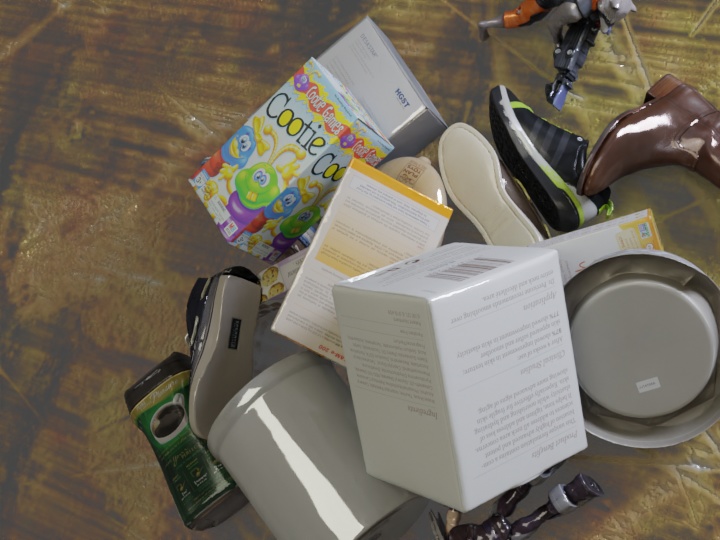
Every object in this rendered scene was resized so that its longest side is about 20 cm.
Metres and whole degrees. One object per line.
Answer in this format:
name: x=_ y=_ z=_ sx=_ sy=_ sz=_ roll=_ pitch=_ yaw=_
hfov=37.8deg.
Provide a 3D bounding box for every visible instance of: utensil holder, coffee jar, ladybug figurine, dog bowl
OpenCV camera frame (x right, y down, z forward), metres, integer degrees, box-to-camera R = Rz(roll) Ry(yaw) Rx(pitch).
utensil holder: x=-0.045 y=0.219 z=1.144 sx=0.170 sy=0.170 sz=0.201 roll=-44 pitch=68 yaw=9
coffee jar: x=-0.205 y=0.203 z=1.271 sx=0.104 sy=0.085 sz=0.201 roll=-36 pitch=65 yaw=7
ladybug figurine: x=0.037 y=-0.036 z=1.222 sx=0.135 sy=0.072 sz=0.202 roll=30 pitch=92 yaw=29
dog bowl: x=0.278 y=0.072 z=1.040 sx=0.196 sy=0.059 sz=0.204 roll=6 pitch=110 yaw=15

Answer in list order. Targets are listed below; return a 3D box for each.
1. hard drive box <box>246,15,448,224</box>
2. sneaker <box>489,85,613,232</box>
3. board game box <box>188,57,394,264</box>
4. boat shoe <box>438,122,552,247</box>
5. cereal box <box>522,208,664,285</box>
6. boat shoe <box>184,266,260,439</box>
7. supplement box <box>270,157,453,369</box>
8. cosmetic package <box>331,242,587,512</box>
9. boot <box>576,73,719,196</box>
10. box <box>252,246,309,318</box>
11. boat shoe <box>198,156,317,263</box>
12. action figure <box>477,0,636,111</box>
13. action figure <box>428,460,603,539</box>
hard drive box: x=-0.018 y=-0.180 z=1.282 sx=0.199 sy=0.077 sz=0.157 roll=-37 pitch=65 yaw=14
sneaker: x=0.214 y=-0.130 z=1.177 sx=0.082 sy=0.072 sz=0.202 roll=-24 pitch=67 yaw=-8
board game box: x=-0.079 y=-0.122 z=1.195 sx=0.200 sy=0.103 sz=0.105 roll=-42 pitch=63 yaw=11
boat shoe: x=0.154 y=-0.079 z=1.184 sx=0.072 sy=0.059 sz=0.202 roll=-41 pitch=62 yaw=22
cereal box: x=0.227 y=0.035 z=1.096 sx=0.197 sy=0.040 sz=0.146 roll=-18 pitch=101 yaw=20
boat shoe: x=-0.175 y=0.098 z=1.251 sx=0.092 sy=0.074 sz=0.204 roll=-4 pitch=69 yaw=54
supplement box: x=0.000 y=0.000 z=1.125 sx=0.124 sy=0.074 sz=0.203 roll=27 pitch=87 yaw=-4
cosmetic package: x=0.095 y=0.094 z=1.018 sx=0.165 sy=0.165 sz=0.204 roll=6 pitch=109 yaw=55
boot: x=0.347 y=-0.097 z=1.074 sx=0.199 sy=0.065 sz=0.186 roll=39 pitch=76 yaw=25
box: x=-0.091 y=0.015 z=1.246 sx=0.198 sy=0.038 sz=0.042 roll=-24 pitch=66 yaw=46
boat shoe: x=-0.143 y=-0.070 z=1.309 sx=0.199 sy=0.072 sz=0.073 roll=35 pitch=78 yaw=28
action figure: x=0.215 y=-0.294 z=1.187 sx=0.191 sy=0.104 sz=0.204 roll=12 pitch=81 yaw=37
action figure: x=0.153 y=0.266 z=1.097 sx=0.199 sy=0.069 sz=0.131 roll=-41 pitch=70 yaw=15
